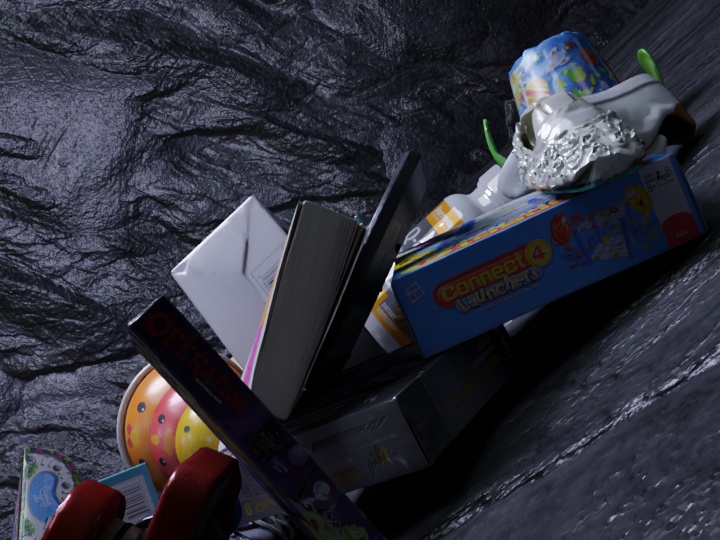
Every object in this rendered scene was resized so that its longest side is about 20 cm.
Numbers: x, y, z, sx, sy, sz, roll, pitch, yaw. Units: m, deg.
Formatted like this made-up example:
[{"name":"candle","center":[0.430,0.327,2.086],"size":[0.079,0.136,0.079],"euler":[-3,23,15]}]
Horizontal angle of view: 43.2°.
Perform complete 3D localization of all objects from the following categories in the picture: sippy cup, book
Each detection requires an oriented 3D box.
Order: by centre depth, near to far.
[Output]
[{"name":"book","center":[-0.055,0.038,0.653],"size":[0.200,0.048,0.135],"euler":[145,145,-77]},{"name":"sippy cup","center":[0.230,-0.184,1.002],"size":[0.176,0.131,0.140],"euler":[-14,-17,-28]}]

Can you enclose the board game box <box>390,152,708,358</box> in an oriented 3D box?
[{"name":"board game box","center":[0.123,-0.018,0.667],"size":[0.198,0.056,0.196],"euler":[-25,4,5]}]

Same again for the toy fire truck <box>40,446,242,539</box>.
[{"name":"toy fire truck","center":[-0.119,0.196,0.531],"size":[0.168,0.111,0.202],"euler":[-22,-47,-86]}]

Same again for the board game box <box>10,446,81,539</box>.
[{"name":"board game box","center":[-0.218,0.235,0.645],"size":[0.201,0.061,0.201],"euler":[-110,34,-48]}]

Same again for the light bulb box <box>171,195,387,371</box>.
[{"name":"light bulb box","center":[-0.072,0.055,0.999],"size":[0.125,0.199,0.200],"euler":[-41,-21,2]}]

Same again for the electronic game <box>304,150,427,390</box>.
[{"name":"electronic game","center":[0.000,0.000,0.709],"size":[0.200,0.041,0.202],"euler":[-154,89,-89]}]

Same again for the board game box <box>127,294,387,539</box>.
[{"name":"board game box","center":[-0.053,0.102,0.508],"size":[0.032,0.200,0.120],"euler":[-43,3,-20]}]

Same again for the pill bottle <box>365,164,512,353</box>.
[{"name":"pill bottle","center":[0.093,-0.003,0.905],"size":[0.200,0.116,0.116],"euler":[-44,2,7]}]

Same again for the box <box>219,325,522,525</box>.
[{"name":"box","center":[-0.002,0.106,0.647],"size":[0.199,0.049,0.158],"euler":[-27,3,35]}]

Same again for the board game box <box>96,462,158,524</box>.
[{"name":"board game box","center":[-0.200,0.261,0.767],"size":[0.047,0.152,0.200],"euler":[-16,-14,-33]}]

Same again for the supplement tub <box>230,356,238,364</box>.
[{"name":"supplement tub","center":[-0.092,0.142,1.164],"size":[0.200,0.146,0.145],"euler":[-43,2,-6]}]

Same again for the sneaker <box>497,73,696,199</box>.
[{"name":"sneaker","center":[0.211,-0.105,0.783],"size":[0.199,0.085,0.073],"euler":[-29,-31,-21]}]

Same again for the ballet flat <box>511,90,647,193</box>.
[{"name":"ballet flat","center":[0.136,-0.088,0.626],"size":[0.072,0.072,0.200],"euler":[-43,4,2]}]

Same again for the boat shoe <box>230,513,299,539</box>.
[{"name":"boat shoe","center":[-0.078,0.201,0.704],"size":[0.093,0.075,0.200],"euler":[-52,5,-21]}]

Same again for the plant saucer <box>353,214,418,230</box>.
[{"name":"plant saucer","center":[0.070,-0.014,0.975],"size":[0.019,0.198,0.070],"euler":[56,131,49]}]

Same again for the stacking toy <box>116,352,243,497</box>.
[{"name":"stacking toy","center":[-0.126,0.145,0.813],"size":[0.146,0.147,0.199],"euler":[-44,17,-23]}]
